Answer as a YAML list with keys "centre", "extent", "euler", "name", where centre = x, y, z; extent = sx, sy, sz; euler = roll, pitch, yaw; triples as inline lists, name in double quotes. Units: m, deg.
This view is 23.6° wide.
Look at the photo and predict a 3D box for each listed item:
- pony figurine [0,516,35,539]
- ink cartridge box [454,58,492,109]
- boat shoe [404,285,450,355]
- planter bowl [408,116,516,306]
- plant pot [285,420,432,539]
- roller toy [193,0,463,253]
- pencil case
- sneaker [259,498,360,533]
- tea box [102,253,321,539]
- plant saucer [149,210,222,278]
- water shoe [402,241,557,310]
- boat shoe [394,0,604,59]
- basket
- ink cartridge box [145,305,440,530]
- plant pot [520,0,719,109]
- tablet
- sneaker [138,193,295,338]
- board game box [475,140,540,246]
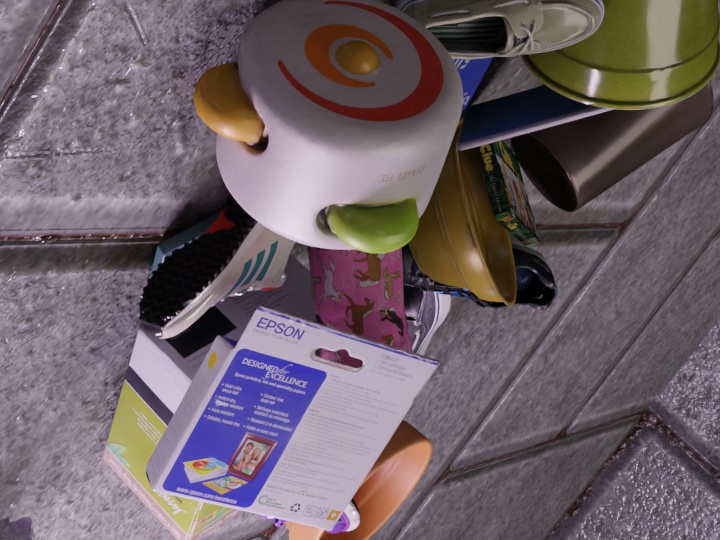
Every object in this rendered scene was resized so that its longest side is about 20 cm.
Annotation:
- centre: [-0.369, 0.328, 1.551]
  extent: [0.191, 0.168, 0.199]
  euler: [-20, 174, 25]
  name: "pony figurine"
- centre: [0.042, -0.172, 1.580]
  extent: [0.199, 0.044, 0.094]
  euler: [-26, 152, -46]
  name: "ink cartridge box"
- centre: [0.046, 0.057, 1.971]
  extent: [0.067, 0.072, 0.201]
  euler: [-32, 159, -31]
  name: "boat shoe"
- centre: [0.093, -0.050, 1.776]
  extent: [0.083, 0.203, 0.200]
  euler: [-16, 165, 15]
  name: "planter bowl"
- centre: [-0.032, 0.227, 2.011]
  extent: [0.200, 0.140, 0.201]
  euler: [-39, 158, -19]
  name: "plant pot"
- centre: [-0.018, -0.124, 1.354]
  extent: [0.183, 0.198, 0.141]
  euler: [-57, 171, -44]
  name: "roller toy"
- centre: [0.000, 0.000, 1.564]
  extent: [0.082, 0.086, 0.203]
  euler: [-7, 96, -44]
  name: "pencil case"
- centre: [-0.062, 0.214, 1.671]
  extent: [0.083, 0.081, 0.200]
  euler: [-34, 150, 2]
  name: "sneaker"
- centre: [-0.120, 0.122, 1.657]
  extent: [0.199, 0.134, 0.198]
  euler: [-29, 153, -39]
  name: "tea box"
- centre: [-0.114, -0.035, 1.553]
  extent: [0.199, 0.019, 0.070]
  euler: [-29, 152, -39]
  name: "plant saucer"
- centre: [0.120, -0.001, 1.860]
  extent: [0.197, 0.079, 0.072]
  euler: [4, 114, -17]
  name: "water shoe"
- centre: [0.126, -0.213, 1.518]
  extent: [0.197, 0.062, 0.073]
  euler: [-6, 129, -14]
  name: "boat shoe"
- centre: [0.280, -0.169, 1.944]
  extent: [0.199, 0.136, 0.181]
  euler: [-38, 151, -13]
  name: "basket"
- centre: [-0.060, 0.125, 1.501]
  extent: [0.196, 0.047, 0.201]
  euler: [18, 111, -32]
  name: "ink cartridge box"
- centre: [0.253, -0.290, 1.613]
  extent: [0.200, 0.200, 0.194]
  euler: [-34, 144, -31]
  name: "plant pot"
- centre: [0.195, -0.165, 1.710]
  extent: [0.198, 0.014, 0.130]
  euler: [-15, -160, 15]
  name: "tablet"
- centre: [-0.105, 0.001, 1.486]
  extent: [0.200, 0.070, 0.094]
  euler: [-51, 133, -25]
  name: "sneaker"
- centre: [0.157, -0.091, 1.855]
  extent: [0.023, 0.106, 0.200]
  euler: [-19, 169, 11]
  name: "board game box"
